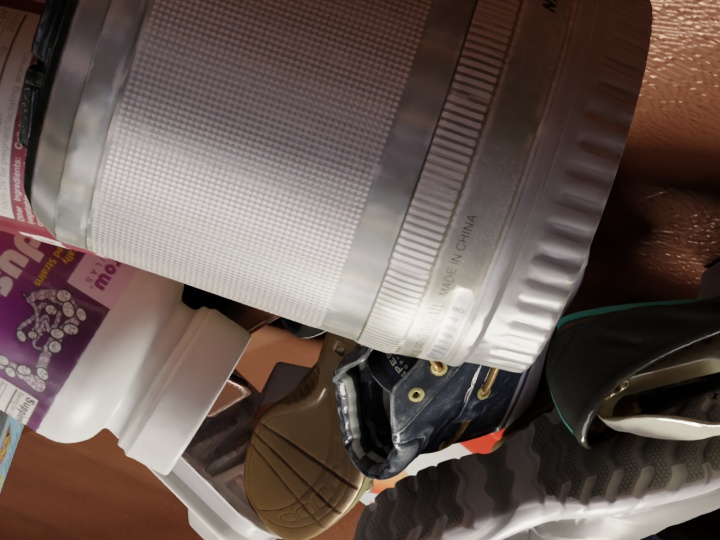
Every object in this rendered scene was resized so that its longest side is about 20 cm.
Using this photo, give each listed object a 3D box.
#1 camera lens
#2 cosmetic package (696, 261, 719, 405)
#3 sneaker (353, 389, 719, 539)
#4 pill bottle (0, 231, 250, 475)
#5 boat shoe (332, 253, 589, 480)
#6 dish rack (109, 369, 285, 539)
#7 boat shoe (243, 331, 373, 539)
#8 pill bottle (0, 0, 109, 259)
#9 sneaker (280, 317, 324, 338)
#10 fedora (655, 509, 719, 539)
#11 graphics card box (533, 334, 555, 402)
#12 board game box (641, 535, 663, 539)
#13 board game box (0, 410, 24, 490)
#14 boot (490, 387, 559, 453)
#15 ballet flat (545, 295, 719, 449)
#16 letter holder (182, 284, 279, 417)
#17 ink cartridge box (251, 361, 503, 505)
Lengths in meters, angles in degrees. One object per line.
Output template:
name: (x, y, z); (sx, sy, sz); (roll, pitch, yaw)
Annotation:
camera lens: (-0.013, -0.062, 0.780); (0.199, 0.161, 0.160); (19, 163, -2)
cosmetic package: (0.253, 0.066, 1.041); (0.199, 0.083, 0.051); (20, 163, -8)
sneaker: (0.098, 0.115, 1.018); (0.199, 0.075, 0.082); (-20, 126, 27)
pill bottle: (-0.158, 0.014, 1.066); (0.199, 0.113, 0.112); (31, 162, -4)
boat shoe: (0.042, 0.019, 0.981); (0.071, 0.091, 0.201); (45, 148, 30)
dish rack: (-0.107, 0.094, 1.334); (0.200, 0.044, 0.172); (44, -164, 8)
boat shoe: (-0.001, 0.074, 1.195); (0.073, 0.063, 0.200); (45, 129, 13)
pill bottle: (-0.136, -0.069, 0.962); (0.199, 0.115, 0.114); (15, 163, 11)
sneaker: (0.000, 0.000, 1.083); (0.199, 0.090, 0.079); (18, 163, -6)
fedora: (0.214, 0.100, 1.168); (0.200, 0.091, 0.177); (31, 159, -16)
graphics card box: (0.078, 0.079, 1.315); (0.125, 0.051, 0.200); (17, 162, 5)
board game box: (0.135, 0.213, 1.345); (0.199, 0.201, 0.062); (-13, 136, 38)
board game box: (-0.258, 0.066, 1.360); (0.103, 0.201, 0.105); (18, 163, -1)
boot: (0.120, 0.141, 1.087); (0.155, 0.077, 0.200); (48, 125, 5)
ballet flat: (0.175, 0.036, 0.938); (0.199, 0.069, 0.068); (-19, 146, 28)
letter holder: (-0.134, -0.012, 1.170); (0.199, 0.101, 0.142); (23, 160, -16)
ink cartridge box: (0.057, 0.120, 1.291); (0.199, 0.050, 0.162); (12, 162, 39)
